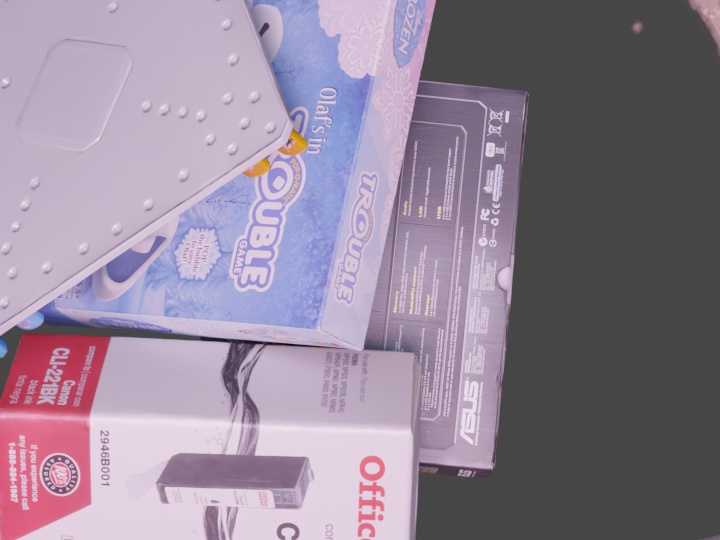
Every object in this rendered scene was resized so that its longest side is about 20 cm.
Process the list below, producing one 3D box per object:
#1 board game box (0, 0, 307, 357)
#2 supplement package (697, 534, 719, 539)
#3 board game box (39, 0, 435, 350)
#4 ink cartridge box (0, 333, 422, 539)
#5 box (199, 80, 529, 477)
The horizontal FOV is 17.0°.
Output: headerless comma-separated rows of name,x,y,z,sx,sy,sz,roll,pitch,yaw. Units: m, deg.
board game box,-0.135,-0.082,1.190,0.200,0.026,0.200,-33,52,15
supplement package,0.153,0.253,1.180,0.200,0.111,0.156,-41,85,-6
board game box,-0.069,-0.067,1.196,0.199,0.043,0.201,3,75,34
ink cartridge box,-0.071,0.115,1.175,0.199,0.084,0.145,2,116,1
box,0.000,0.000,1.244,0.158,0.048,0.201,5,82,1
